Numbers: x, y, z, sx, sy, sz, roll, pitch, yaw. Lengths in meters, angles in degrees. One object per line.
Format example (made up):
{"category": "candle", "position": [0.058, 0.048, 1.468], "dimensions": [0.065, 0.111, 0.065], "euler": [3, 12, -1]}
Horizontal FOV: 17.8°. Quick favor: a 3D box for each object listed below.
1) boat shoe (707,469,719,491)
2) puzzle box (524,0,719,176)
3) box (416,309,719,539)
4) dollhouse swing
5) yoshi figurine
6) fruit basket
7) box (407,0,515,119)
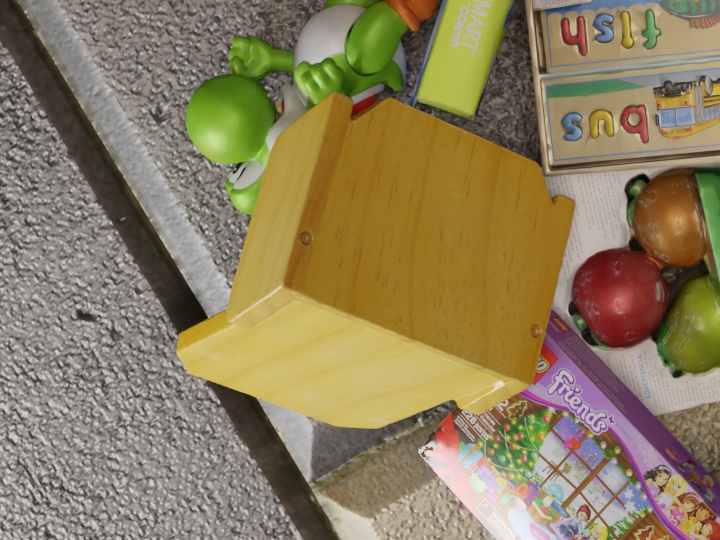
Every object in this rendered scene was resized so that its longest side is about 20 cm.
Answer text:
{"category": "boat shoe", "position": [0.225, 0.217, 1.572], "dimensions": [0.076, 0.072, 0.200], "euler": [46, 117, 21]}
{"category": "puzzle box", "position": [0.210, -0.135, 1.496], "dimensions": [0.198, 0.025, 0.134], "euler": [-5, 98, 16]}
{"category": "box", "position": [0.148, 0.145, 1.538], "dimensions": [0.200, 0.039, 0.137], "euler": [47, 117, 15]}
{"category": "dollhouse swing", "position": [0.000, 0.000, 1.520], "dimensions": [0.199, 0.175, 0.183], "euler": [21, 77, -28]}
{"category": "yoshi figurine", "position": [-0.045, -0.136, 1.544], "dimensions": [0.112, 0.112, 0.201], "euler": [37, 97, 14]}
{"category": "fruit basket", "position": [0.205, 0.004, 1.561], "dimensions": [0.199, 0.094, 0.187], "euler": [-13, 94, 14]}
{"category": "box", "position": [0.078, -0.180, 1.522], "dimensions": [0.047, 0.122, 0.201], "euler": [18, 95, 0]}
